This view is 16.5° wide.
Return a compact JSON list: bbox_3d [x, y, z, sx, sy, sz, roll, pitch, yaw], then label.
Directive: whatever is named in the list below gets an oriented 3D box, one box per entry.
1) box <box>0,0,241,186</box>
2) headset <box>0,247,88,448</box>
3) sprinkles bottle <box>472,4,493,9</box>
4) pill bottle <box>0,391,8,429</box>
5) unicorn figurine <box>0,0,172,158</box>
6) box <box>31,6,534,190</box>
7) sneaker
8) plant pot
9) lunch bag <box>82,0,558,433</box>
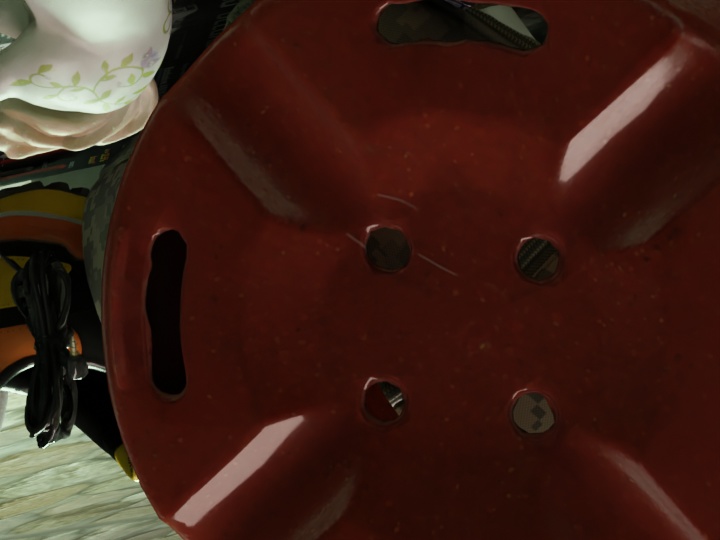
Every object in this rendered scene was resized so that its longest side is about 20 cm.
[{"bbox_3d":[-0.114,-0.074,0.799,0.157,0.050,0.200,-13,170,-12],"label":"box"},{"bbox_3d":[-0.187,0.014,0.780,0.200,0.094,0.123,-1,170,-25],"label":"headset"},{"bbox_3d":[0.107,-0.129,0.774,0.200,0.068,0.068,-13,170,-11],"label":"sprinkles bottle"},{"bbox_3d":[-0.220,0.034,0.949,0.112,0.113,0.200,-10,-171,-28],"label":"pill bottle"},{"bbox_3d":[-0.075,-0.087,0.626,0.137,0.074,0.200,4,161,-9],"label":"unicorn figurine"},{"bbox_3d":[-0.014,-0.022,0.981,0.200,0.098,0.124,-18,146,19],"label":"box"},{"bbox_3d":[-0.058,0.043,0.894,0.200,0.090,0.070,22,145,-27],"label":"sneaker"},{"bbox_3d":[0.047,-0.002,0.552,0.201,0.201,0.195,-19,-179,21],"label":"plant pot"},{"bbox_3d":[0.000,0.000,0.775,0.139,0.168,0.200,-47,-175,-23],"label":"lunch bag"}]
